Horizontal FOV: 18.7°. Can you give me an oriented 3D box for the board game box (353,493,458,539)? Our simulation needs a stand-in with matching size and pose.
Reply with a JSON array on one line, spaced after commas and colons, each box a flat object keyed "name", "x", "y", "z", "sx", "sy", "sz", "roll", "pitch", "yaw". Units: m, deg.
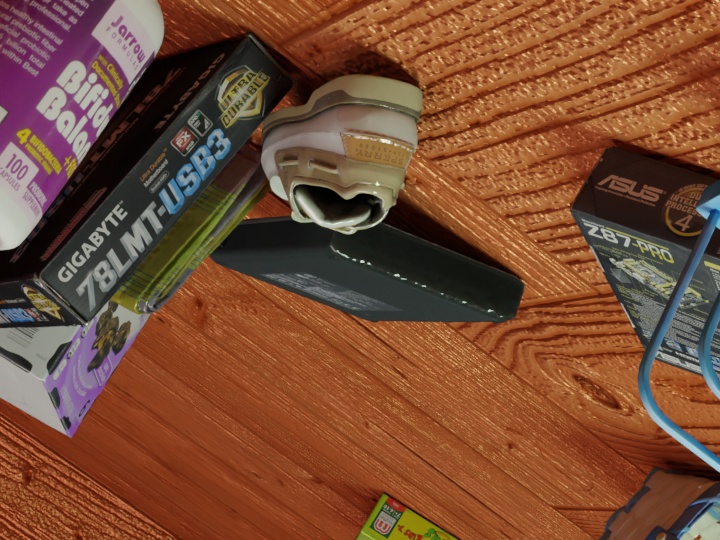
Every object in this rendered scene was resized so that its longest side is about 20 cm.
[{"name": "board game box", "x": 0.044, "y": 0.293, "z": 2.273, "sx": 0.102, "sy": 0.048, "sz": 0.200, "roll": 32, "pitch": 164, "yaw": 4}]

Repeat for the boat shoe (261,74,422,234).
[{"name": "boat shoe", "x": -0.018, "y": -0.058, "z": 1.275, "sx": 0.075, "sy": 0.068, "sz": 0.200, "roll": 9, "pitch": 169, "yaw": -11}]

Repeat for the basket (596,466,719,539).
[{"name": "basket", "x": 0.262, "y": 0.231, "z": 1.501, "sx": 0.176, "sy": 0.139, "sz": 0.200, "roll": 41, "pitch": 172, "yaw": -24}]

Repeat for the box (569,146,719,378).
[{"name": "box", "x": 0.220, "y": 0.021, "z": 1.124, "sx": 0.200, "sy": 0.049, "sz": 0.161, "roll": 20, "pitch": 161, "yaw": 35}]

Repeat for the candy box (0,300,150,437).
[{"name": "candy box", "x": -0.193, "y": 0.003, "z": 1.582, "sx": 0.072, "sy": 0.200, "sz": 0.168, "roll": 30, "pitch": 164, "yaw": 8}]

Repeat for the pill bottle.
[{"name": "pill bottle", "x": -0.176, "y": -0.120, "z": 1.185, "sx": 0.112, "sy": 0.200, "sz": 0.112, "roll": 30, "pitch": 165, "yaw": 9}]

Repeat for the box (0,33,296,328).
[{"name": "box", "x": -0.151, "y": -0.051, "z": 1.340, "sx": 0.050, "sy": 0.200, "sz": 0.198, "roll": 44, "pitch": 162, "yaw": -17}]

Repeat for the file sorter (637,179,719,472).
[{"name": "file sorter", "x": 0.228, "y": 0.019, "z": 0.891, "sx": 0.139, "sy": 0.123, "sz": 0.200, "roll": 37, "pitch": 150, "yaw": -12}]

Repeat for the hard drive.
[{"name": "hard drive", "x": 0.000, "y": 0.000, "z": 1.449, "sx": 0.140, "sy": 0.033, "sz": 0.200, "roll": 22, "pitch": 170, "yaw": -24}]

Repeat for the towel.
[{"name": "towel", "x": -0.171, "y": -0.057, "z": 1.467, "sx": 0.200, "sy": 0.144, "sz": 0.023, "roll": 26, "pitch": 154, "yaw": 27}]
